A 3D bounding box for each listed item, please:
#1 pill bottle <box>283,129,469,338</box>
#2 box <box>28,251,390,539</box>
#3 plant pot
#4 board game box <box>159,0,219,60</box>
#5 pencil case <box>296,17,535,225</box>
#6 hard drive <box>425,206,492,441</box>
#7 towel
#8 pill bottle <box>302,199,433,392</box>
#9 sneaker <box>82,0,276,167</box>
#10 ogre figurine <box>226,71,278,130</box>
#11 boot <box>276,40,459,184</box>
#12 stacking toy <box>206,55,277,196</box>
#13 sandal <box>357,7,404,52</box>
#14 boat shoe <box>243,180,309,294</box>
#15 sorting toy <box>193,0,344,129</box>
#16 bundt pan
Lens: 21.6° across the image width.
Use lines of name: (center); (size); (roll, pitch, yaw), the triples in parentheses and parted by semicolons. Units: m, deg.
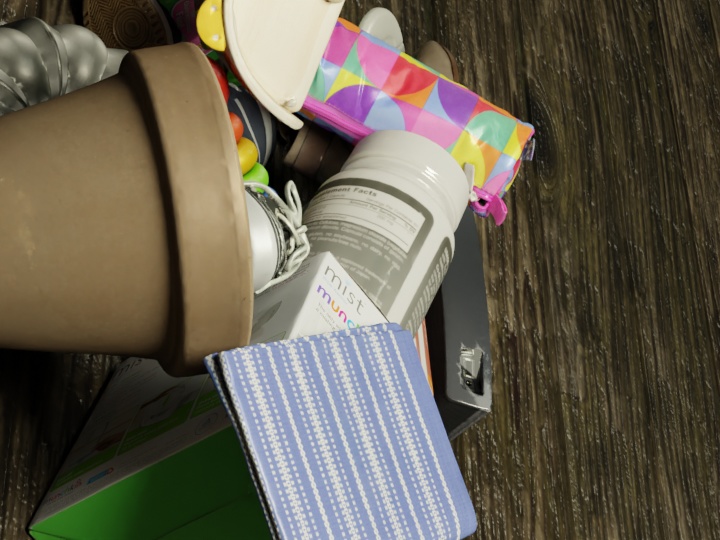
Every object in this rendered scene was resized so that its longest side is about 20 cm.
pill bottle: (0.000, 0.000, 1.360); (0.114, 0.114, 0.200); (47, 49, -23)
box: (-0.089, 0.104, 1.210); (0.097, 0.200, 0.177); (50, 31, -19)
plant pot: (-0.169, -0.027, 1.110); (0.174, 0.200, 0.201); (-8, 66, -14)
board game box: (-0.097, -0.267, 1.511); (0.040, 0.200, 0.153); (17, 50, -50)
pencil case: (0.037, -0.117, 1.437); (0.200, 0.088, 0.088); (29, 34, 0)
hard drive: (0.050, 0.052, 1.536); (0.042, 0.135, 0.200); (19, 49, -29)
towel: (-0.007, 0.106, 1.119); (0.200, 0.024, 0.145); (-5, 72, -56)
pill bottle: (-0.005, 0.036, 1.478); (0.112, 0.112, 0.200); (35, 35, -37)
sneaker: (-0.138, -0.152, 1.482); (0.200, 0.070, 0.108); (61, 29, -2)
ogre figurine: (-0.061, -0.197, 1.610); (0.098, 0.200, 0.120); (13, 51, 5)
boot: (0.003, -0.135, 1.536); (0.146, 0.070, 0.200); (14, 41, -15)
stacking toy: (-0.101, -0.067, 1.394); (0.085, 0.085, 0.200); (-54, 131, -58)
sandal: (-0.003, -0.126, 1.633); (0.082, 0.050, 0.203); (-9, 104, -60)
boat shoe: (-0.068, -0.022, 1.203); (0.068, 0.199, 0.074); (-9, 90, -15)
sorting toy: (-0.077, -0.229, 1.401); (0.107, 0.200, 0.180); (19, 8, -24)
bundt pan: (-0.203, -0.074, 1.237); (0.202, 0.076, 0.202); (8, 76, -35)
